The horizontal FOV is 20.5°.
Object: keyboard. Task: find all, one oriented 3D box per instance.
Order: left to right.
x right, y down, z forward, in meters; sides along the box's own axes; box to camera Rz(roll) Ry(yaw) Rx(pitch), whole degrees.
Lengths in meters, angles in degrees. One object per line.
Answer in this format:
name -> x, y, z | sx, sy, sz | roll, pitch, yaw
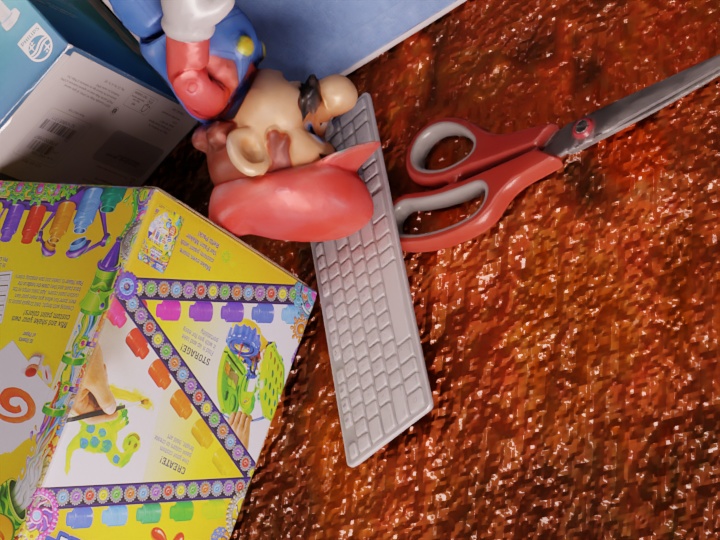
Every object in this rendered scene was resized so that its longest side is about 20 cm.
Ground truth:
keyboard -> 0.000, 0.000, 0.958 | 0.056, 0.011, 0.200 | -45, 40, 34

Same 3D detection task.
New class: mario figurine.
mario figurine -> -0.054, -0.104, 0.953 | 0.106, 0.200, 0.123 | -37, 0, 41

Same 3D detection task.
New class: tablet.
tablet -> -0.029, -0.158, 1.016 | 0.200, 0.130, 0.014 | -30, 27, 23

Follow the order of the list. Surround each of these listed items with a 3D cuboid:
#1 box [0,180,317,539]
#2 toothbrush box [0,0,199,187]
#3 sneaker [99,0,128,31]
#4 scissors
box -> -0.158, 0.066, 0.976 | 0.200, 0.122, 0.193 | 5, 69, 43
toothbrush box -> -0.199, -0.134, 1.059 | 0.085, 0.146, 0.200 | -46, 67, 10
sneaker -> -0.160, -0.148, 1.164 | 0.078, 0.070, 0.200 | 33, 97, 32
scissors -> 0.095, -0.054, 0.920 | 0.200, 0.014, 0.073 | -11, 54, 35
